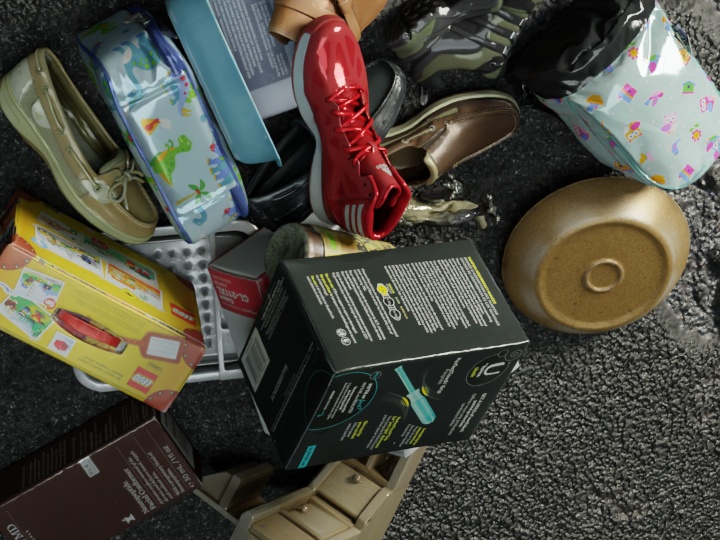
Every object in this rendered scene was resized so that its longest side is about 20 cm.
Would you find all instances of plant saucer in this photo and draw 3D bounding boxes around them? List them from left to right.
[{"bbox_3d":[0.247,-0.004,1.503,0.199,0.036,0.201,-3,127,-4],"label":"plant saucer"}]

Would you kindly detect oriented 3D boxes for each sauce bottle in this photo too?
[{"bbox_3d":[0.000,0.000,1.362,0.200,0.065,0.065,12,112,-47],"label":"sauce bottle"}]

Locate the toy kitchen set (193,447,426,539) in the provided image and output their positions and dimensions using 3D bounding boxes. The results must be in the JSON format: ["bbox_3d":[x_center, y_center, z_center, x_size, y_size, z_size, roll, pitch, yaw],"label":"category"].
[{"bbox_3d":[-0.054,0.189,1.488,0.163,0.200,0.181,32,107,21],"label":"toy kitchen set"}]

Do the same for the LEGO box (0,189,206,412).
[{"bbox_3d":[-0.248,0.025,1.331,0.199,0.149,0.077,30,104,-20],"label":"LEGO box"}]

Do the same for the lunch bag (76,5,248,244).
[{"bbox_3d":[-0.180,-0.136,1.319,0.082,0.161,0.201,-29,116,-8],"label":"lunch bag"}]

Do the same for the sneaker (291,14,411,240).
[{"bbox_3d":[0.004,-0.121,1.287,0.078,0.115,0.201,-25,122,-27],"label":"sneaker"}]

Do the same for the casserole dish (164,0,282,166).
[{"bbox_3d":[-0.125,-0.176,1.291,0.039,0.121,0.201,-25,109,0],"label":"casserole dish"}]

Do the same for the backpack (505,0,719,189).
[{"bbox_3d":[0.262,-0.169,1.415,0.167,0.127,0.200,-43,118,4],"label":"backpack"}]

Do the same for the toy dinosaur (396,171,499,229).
[{"bbox_3d":[0.080,-0.060,1.409,0.199,0.088,0.048,0,79,-43],"label":"toy dinosaur"}]

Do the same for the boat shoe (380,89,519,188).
[{"bbox_3d":[0.066,-0.111,1.419,0.201,0.075,0.075,-21,132,1],"label":"boat shoe"}]

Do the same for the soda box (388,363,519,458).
[{"bbox_3d":[0.077,0.107,1.466,0.200,0.063,0.068,-33,123,-42],"label":"soda box"}]

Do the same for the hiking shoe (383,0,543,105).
[{"bbox_3d":[0.126,-0.239,1.394,0.199,0.076,0.101,-25,124,9],"label":"hiking shoe"}]

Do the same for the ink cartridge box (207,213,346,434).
[{"bbox_3d":[-0.048,0.053,1.429,0.146,0.083,0.201,-36,123,-34],"label":"ink cartridge box"}]

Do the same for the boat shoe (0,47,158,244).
[{"bbox_3d":[-0.250,-0.112,1.347,0.063,0.073,0.201,-31,102,28],"label":"boat shoe"}]

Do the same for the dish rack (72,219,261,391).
[{"bbox_3d":[-0.192,0.029,1.449,0.199,0.044,0.172,-6,114,-9],"label":"dish rack"}]

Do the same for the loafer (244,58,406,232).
[{"bbox_3d":[-0.033,-0.123,1.371,0.201,0.068,0.070,-49,149,-4],"label":"loafer"}]

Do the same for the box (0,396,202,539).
[{"bbox_3d":[-0.273,0.217,1.495,0.199,0.075,0.100,-30,115,4],"label":"box"}]

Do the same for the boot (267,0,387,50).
[{"bbox_3d":[-0.049,-0.280,1.295,0.200,0.074,0.155,34,80,-34],"label":"boot"}]

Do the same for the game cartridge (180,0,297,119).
[{"bbox_3d":[-0.108,-0.240,1.358,0.132,0.041,0.201,-18,115,0],"label":"game cartridge"}]

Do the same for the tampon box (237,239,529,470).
[{"bbox_3d":[0.018,0.073,1.298,0.199,0.127,0.150,-6,142,-30],"label":"tampon box"}]
